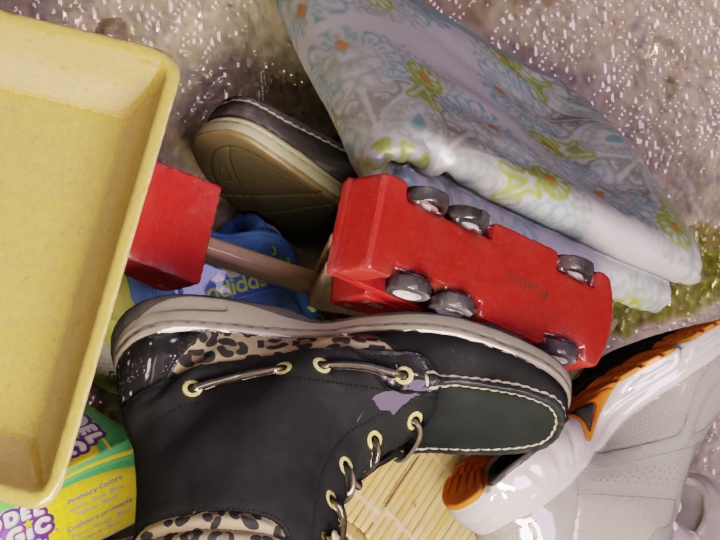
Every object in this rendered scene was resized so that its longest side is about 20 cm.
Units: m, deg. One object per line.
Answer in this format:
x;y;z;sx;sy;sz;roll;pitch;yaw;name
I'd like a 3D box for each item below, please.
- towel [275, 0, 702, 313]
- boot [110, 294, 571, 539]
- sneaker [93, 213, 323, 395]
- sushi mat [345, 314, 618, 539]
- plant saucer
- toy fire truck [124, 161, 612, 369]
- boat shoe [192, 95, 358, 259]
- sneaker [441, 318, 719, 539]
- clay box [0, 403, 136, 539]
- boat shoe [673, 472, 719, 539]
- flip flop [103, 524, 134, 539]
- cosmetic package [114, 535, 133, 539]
0.060;-0.067;1.301;0.200;0.171;0.048;22;113;-31;towel
-0.006;0.091;1.140;0.203;0.074;0.154;8;45;-11;boot
-0.035;0.035;1.296;0.200;0.076;0.105;25;79;-30;sneaker
0.047;0.059;1.284;0.096;0.012;0.200;44;54;-10;sushi mat
-0.191;-0.015;1.162;0.200;0.048;0.200;14;83;11;plant saucer
0.000;0.000;1.225;0.200;0.141;0.049;23;70;-35;toy fire truck
0.001;-0.039;1.322;0.201;0.072;0.066;34;66;-36;boat shoe
0.126;0.094;1.277;0.200;0.076;0.092;-33;98;-34;sneaker
-0.184;0.098;1.177;0.200;0.115;0.048;-26;123;-29;clay box
0.137;0.144;1.329;0.200;0.071;0.070;-50;133;-52;boat shoe
-0.138;0.182;1.233;0.081;0.058;0.200;16;88;11;flip flop
-0.086;0.225;1.180;0.087;0.103;0.200;-11;110;-34;cosmetic package
